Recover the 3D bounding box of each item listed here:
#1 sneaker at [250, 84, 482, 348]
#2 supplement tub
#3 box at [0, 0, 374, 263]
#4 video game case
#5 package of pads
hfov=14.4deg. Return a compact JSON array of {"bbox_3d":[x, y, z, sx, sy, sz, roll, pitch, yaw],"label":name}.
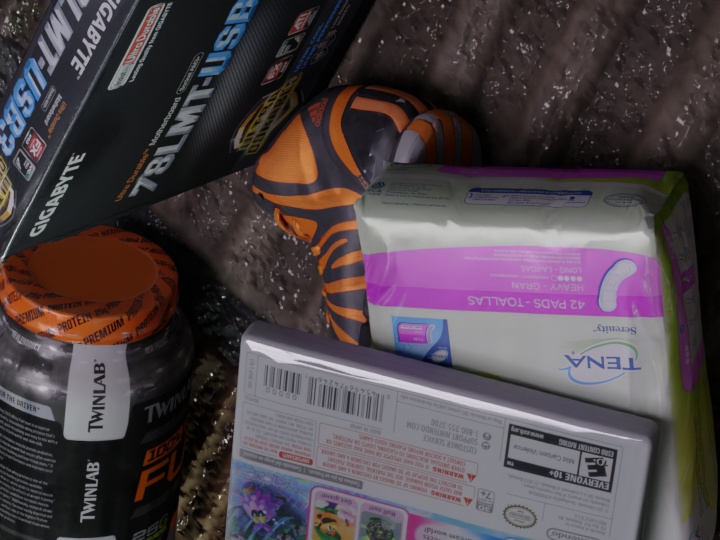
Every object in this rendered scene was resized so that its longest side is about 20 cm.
[{"bbox_3d":[0.000,0.000,1.433,0.112,0.077,0.201,23,114,40],"label":"sneaker"},{"bbox_3d":[-0.157,0.083,1.580,0.122,0.122,0.201,30,128,31],"label":"supplement tub"},{"bbox_3d":[-0.079,-0.106,1.357,0.050,0.198,0.200,49,135,16],"label":"box"},{"bbox_3d":[0.032,0.128,1.339,0.199,0.024,0.183,14,119,14],"label":"video game case"},{"bbox_3d":[0.087,0.050,1.333,0.154,0.068,0.201,3,115,20],"label":"package of pads"}]
